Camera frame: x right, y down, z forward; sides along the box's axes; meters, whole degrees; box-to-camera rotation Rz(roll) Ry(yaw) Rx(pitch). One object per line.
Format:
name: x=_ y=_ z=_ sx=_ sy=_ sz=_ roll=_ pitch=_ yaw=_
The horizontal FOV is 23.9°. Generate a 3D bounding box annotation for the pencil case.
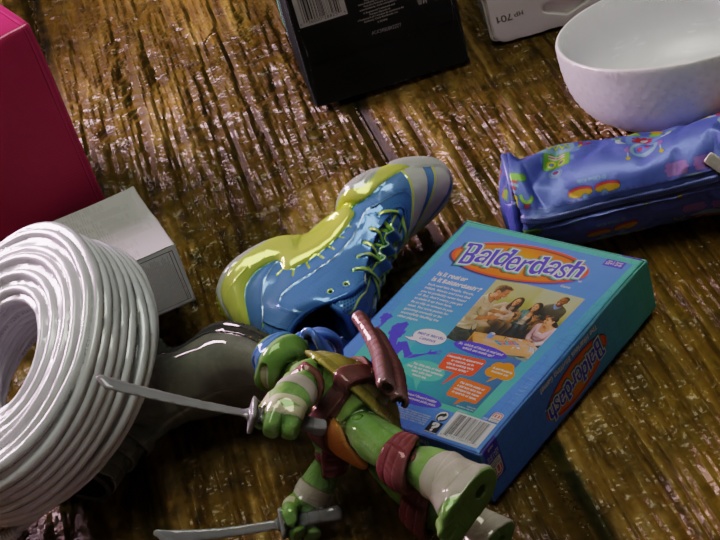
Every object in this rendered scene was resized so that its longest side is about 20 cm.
pencil case: x=0.195 y=-0.063 z=1.200 sx=0.200 sy=0.078 sz=0.087 roll=-11 pitch=12 yaw=11

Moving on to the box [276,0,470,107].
box: x=-0.003 y=-0.261 z=1.524 sx=0.148 sy=0.124 sz=0.200 roll=-17 pitch=34 yaw=-1

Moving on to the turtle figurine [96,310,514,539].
turtle figurine: x=-0.023 y=0.125 z=0.986 sx=0.194 sy=0.144 sz=0.200 roll=29 pitch=34 yaw=31

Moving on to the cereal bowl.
cereal bowl: x=0.252 y=-0.156 z=1.290 sx=0.200 sy=0.083 sz=0.200 roll=-12 pitch=26 yaw=6

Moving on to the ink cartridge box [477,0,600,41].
ink cartridge box: x=0.165 y=-0.303 z=1.544 sx=0.146 sy=0.086 sz=0.200 roll=-15 pitch=33 yaw=4

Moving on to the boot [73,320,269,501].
boot: x=-0.135 y=0.103 z=1.128 sx=0.200 sy=0.068 sz=0.131 roll=-6 pitch=37 yaw=43

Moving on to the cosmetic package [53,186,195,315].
cosmetic package: x=-0.185 y=-0.007 z=1.280 sx=0.082 sy=0.051 sz=0.200 roll=-22 pitch=19 yaw=-9

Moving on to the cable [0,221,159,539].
cable: x=-0.219 y=0.065 z=1.112 sx=0.200 sy=0.069 sz=0.200 roll=-34 pitch=47 yaw=24

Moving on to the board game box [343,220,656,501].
board game box: x=0.079 y=0.053 z=1.123 sx=0.152 sy=0.045 sz=0.200 roll=15 pitch=47 yaw=39

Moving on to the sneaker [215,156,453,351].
sneaker: x=0.000 y=0.000 z=1.221 sx=0.200 sy=0.076 sz=0.105 roll=-33 pitch=49 yaw=-9

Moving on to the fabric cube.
fabric cube: x=-0.361 y=-0.102 z=1.403 sx=0.199 sy=0.196 sz=0.200 roll=-34 pitch=38 yaw=-19
